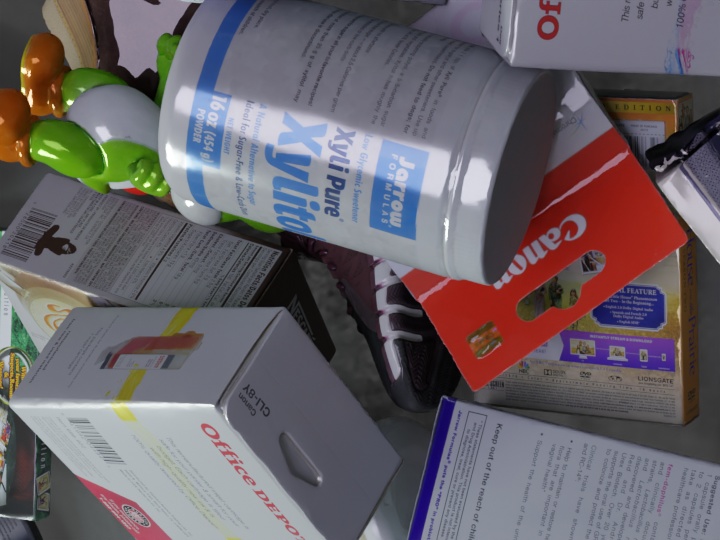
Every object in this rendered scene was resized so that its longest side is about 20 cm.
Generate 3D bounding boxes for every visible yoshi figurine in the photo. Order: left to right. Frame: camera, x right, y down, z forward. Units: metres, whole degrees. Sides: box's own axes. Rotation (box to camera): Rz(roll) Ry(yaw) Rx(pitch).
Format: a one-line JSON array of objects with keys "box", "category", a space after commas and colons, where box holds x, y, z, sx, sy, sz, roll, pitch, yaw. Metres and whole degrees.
[{"box": [-0.125, -0.088, 1.588, 0.199, 0.112, 0.113, 20, 97, 6], "category": "yoshi figurine"}]

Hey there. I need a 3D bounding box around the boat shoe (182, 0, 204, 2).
[{"box": [-0.138, -0.218, 1.598, 0.200, 0.067, 0.074, 42, 115, 32], "category": "boat shoe"}]

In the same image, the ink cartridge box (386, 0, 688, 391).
[{"box": [0.074, -0.058, 1.514, 0.162, 0.057, 0.201, -36, 62, 12], "category": "ink cartridge box"}]

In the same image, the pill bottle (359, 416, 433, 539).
[{"box": [-0.041, 0.170, 1.663, 0.199, 0.111, 0.112, -19, 92, 32], "category": "pill bottle"}]

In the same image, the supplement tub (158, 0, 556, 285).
[{"box": [-0.002, -0.079, 1.454, 0.199, 0.132, 0.133, 16, 110, 16], "category": "supplement tub"}]

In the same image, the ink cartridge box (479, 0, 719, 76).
[{"box": [0.172, -0.186, 1.411, 0.198, 0.084, 0.146, 2, 106, -11], "category": "ink cartridge box"}]

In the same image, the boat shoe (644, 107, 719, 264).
[{"box": [0.258, -0.015, 1.474, 0.093, 0.075, 0.200, -38, 95, 11], "category": "boat shoe"}]

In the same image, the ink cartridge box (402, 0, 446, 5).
[{"box": [-0.049, -0.183, 1.485, 0.094, 0.199, 0.037, 21, 103, 45], "category": "ink cartridge box"}]

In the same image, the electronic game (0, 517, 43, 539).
[{"box": [-0.308, 0.233, 1.872, 0.199, 0.042, 0.202, 3, 95, 27], "category": "electronic game"}]

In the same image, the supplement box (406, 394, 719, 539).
[{"box": [0.143, 0.150, 1.540, 0.199, 0.101, 0.104, 11, 84, 29], "category": "supplement box"}]

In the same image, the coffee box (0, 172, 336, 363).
[{"box": [-0.128, 0.023, 1.664, 0.199, 0.080, 0.115, 18, 150, 28], "category": "coffee box"}]

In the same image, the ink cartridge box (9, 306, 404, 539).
[{"box": [-0.093, 0.098, 1.565, 0.199, 0.084, 0.145, -1, 137, 46], "category": "ink cartridge box"}]

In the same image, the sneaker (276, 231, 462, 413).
[{"box": [0.000, 0.000, 1.618, 0.115, 0.075, 0.202, -19, 71, 40], "category": "sneaker"}]

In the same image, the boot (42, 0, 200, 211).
[{"box": [-0.112, -0.153, 1.649, 0.166, 0.072, 0.201, -43, 76, 32], "category": "boot"}]

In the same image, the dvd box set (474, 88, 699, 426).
[{"box": [0.134, -0.011, 1.566, 0.145, 0.029, 0.202, 4, 104, 30], "category": "dvd box set"}]

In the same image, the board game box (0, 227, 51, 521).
[{"box": [-0.262, 0.070, 1.801, 0.104, 0.023, 0.202, 6, 96, 30], "category": "board game box"}]
